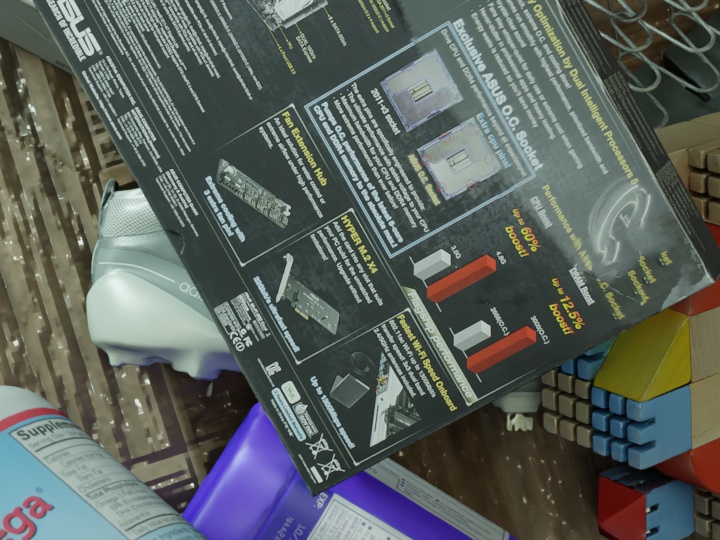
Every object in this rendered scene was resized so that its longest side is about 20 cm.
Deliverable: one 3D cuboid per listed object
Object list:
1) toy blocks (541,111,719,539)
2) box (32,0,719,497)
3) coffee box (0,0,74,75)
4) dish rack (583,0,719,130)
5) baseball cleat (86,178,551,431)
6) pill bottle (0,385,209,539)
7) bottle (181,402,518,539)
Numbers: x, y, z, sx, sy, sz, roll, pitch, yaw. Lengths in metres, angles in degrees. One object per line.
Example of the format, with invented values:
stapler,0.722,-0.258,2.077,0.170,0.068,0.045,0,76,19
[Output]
toy blocks,0.125,0.026,0.836,0.136,0.100,0.201,-18,113,-34
box,0.005,-0.049,0.767,0.157,0.050,0.200,-30,91,17
coffee box,-0.056,-0.164,0.867,0.113,0.080,0.200,27,79,-6
dish rack,0.111,-0.115,0.844,0.153,0.200,0.055,-37,53,-12
baseball cleat,0.000,0.000,0.858,0.199,0.070,0.107,6,90,-10
pill bottle,-0.113,0.111,0.786,0.200,0.109,0.109,38,77,19
bottle,0.028,0.129,0.845,0.200,0.065,0.084,31,112,-4
